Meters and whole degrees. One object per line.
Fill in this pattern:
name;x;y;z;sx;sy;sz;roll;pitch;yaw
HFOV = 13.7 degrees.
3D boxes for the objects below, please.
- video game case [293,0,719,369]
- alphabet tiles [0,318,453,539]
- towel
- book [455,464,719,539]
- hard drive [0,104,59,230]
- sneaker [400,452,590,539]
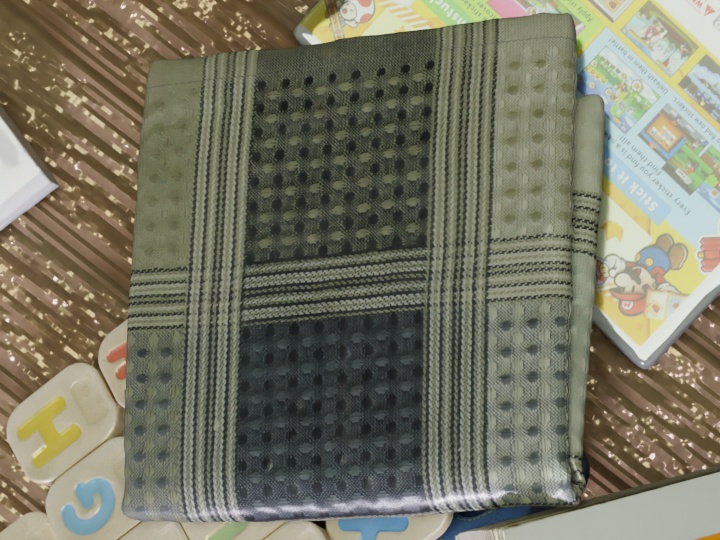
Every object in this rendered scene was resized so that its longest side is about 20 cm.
video game case;0.105;-0.094;1.211;0.200;0.023;0.182;44;93;6
alphabet tiles;-0.065;0.107;1.181;0.195;0.015;0.200;-37;59;10
towel;0.000;0.000;1.173;0.192;0.035;0.201;-5;71;22
book;0.149;0.141;1.146;0.199;0.048;0.134;-13;87;-21
hard drive;-0.243;-0.027;1.248;0.200;0.026;0.132;-38;83;4
sneaker;0.006;0.130;1.186;0.200;0.074;0.082;-44;77;0
